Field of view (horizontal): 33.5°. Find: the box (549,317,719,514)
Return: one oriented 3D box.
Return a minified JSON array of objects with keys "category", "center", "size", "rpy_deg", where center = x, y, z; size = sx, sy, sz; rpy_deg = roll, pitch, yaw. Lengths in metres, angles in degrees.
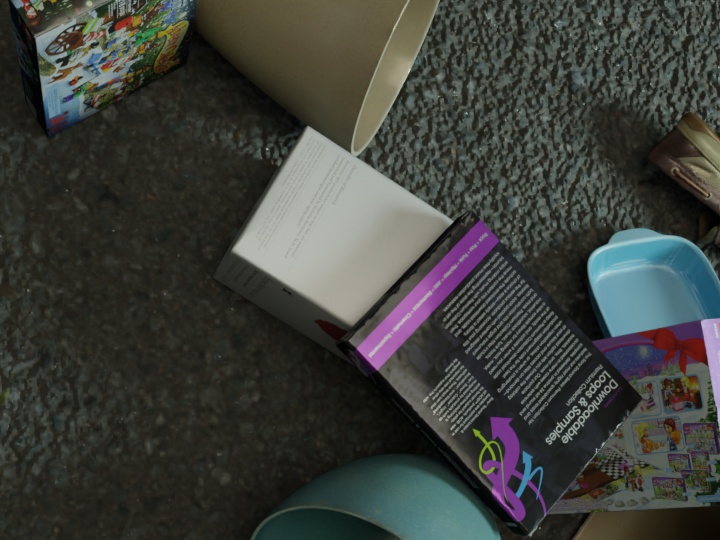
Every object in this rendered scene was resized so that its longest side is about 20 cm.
[{"category":"box","center":[0.216,0.122,0.961],"size":[0.039,0.199,0.138],"rpy_deg":[-2,80,-38]}]

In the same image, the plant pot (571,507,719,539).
[{"category":"plant pot","center":[0.300,0.262,0.970],"size":[0.177,0.199,0.200],"rpy_deg":[44,73,-16]}]

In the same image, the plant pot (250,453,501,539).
[{"category":"plant pot","center":[0.032,0.219,0.917],"size":[0.200,0.200,0.135],"rpy_deg":[47,43,-3]}]

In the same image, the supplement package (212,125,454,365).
[{"category":"supplement package","center":[0.000,0.000,0.966],"size":[0.199,0.121,0.120],"rpy_deg":[32,74,-6]}]

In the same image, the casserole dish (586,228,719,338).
[{"category":"casserole dish","center":[0.266,0.055,1.039],"size":[0.120,0.039,0.201],"rpy_deg":[-9,60,-15]}]

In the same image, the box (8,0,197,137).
[{"category":"box","center":[-0.191,-0.180,0.906],"size":[0.136,0.200,0.038],"rpy_deg":[-32,85,-17]}]

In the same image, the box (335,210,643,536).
[{"category":"box","center":[0.099,0.077,0.898],"size":[0.200,0.036,0.143],"rpy_deg":[47,72,-3]}]

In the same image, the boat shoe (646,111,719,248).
[{"category":"boat shoe","center":[0.340,-0.051,1.099],"size":[0.072,0.072,0.200],"rpy_deg":[-41,104,13]}]

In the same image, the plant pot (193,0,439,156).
[{"category":"plant pot","center":[-0.052,-0.222,0.977],"size":[0.199,0.187,0.188],"rpy_deg":[27,74,6]}]
